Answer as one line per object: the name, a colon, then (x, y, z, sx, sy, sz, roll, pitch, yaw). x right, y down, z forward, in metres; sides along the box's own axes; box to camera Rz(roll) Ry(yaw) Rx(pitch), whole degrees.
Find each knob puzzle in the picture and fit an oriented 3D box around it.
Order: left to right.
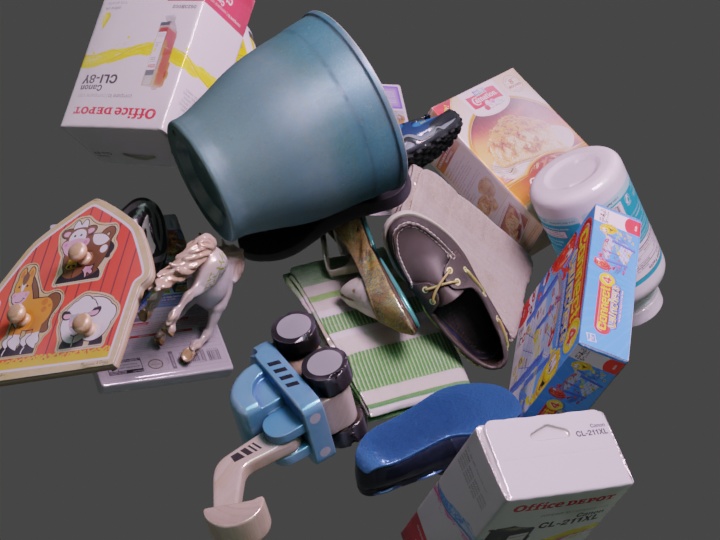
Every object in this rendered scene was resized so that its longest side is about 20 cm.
knob puzzle: (-0.281, 0.011, 1.546, 0.030, 0.219, 0.221, 48, 31, -43)

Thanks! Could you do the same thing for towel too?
towel: (0.021, 0.066, 1.749, 0.152, 0.023, 0.201, -12, 58, -33)
towel: (0.110, -0.018, 1.813, 0.200, 0.034, 0.133, 39, 44, -20)

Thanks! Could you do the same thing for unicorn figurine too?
unicorn figurine: (-0.160, 0.016, 1.619, 0.074, 0.200, 0.138, 34, 74, -2)

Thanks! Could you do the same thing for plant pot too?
plant pot: (-0.083, -0.129, 1.629, 0.187, 0.200, 0.200, -29, 68, -16)

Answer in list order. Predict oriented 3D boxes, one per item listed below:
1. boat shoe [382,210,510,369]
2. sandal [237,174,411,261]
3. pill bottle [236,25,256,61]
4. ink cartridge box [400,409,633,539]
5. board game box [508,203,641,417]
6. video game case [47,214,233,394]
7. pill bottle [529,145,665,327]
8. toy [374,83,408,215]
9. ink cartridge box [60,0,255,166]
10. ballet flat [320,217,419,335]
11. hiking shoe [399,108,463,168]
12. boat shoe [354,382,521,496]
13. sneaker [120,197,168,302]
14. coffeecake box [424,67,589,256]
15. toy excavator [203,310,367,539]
boat shoe: (0.096, 0.022, 1.726, 0.201, 0.072, 0.061, 51, 6, -22)
sandal: (-0.045, -0.074, 1.736, 0.199, 0.043, 0.076, -25, 50, 7)
pill bottle: (-0.153, -0.177, 1.801, 0.114, 0.114, 0.201, 0, 53, -25)
ink cartridge box: (0.146, 0.226, 1.553, 0.145, 0.200, 0.083, -4, 55, -26)
board game box: (0.223, 0.066, 1.721, 0.056, 0.196, 0.201, 21, 47, -8)
video game case: (-0.227, 0.030, 1.665, 0.142, 0.018, 0.201, -6, 57, -28)
pill bottle: (0.275, -0.032, 1.834, 0.201, 0.110, 0.111, 62, 39, -28)
toy: (0.018, -0.155, 1.907, 0.114, 0.047, 0.201, 2, 53, -21)
ink cartridge box: (-0.216, -0.220, 1.735, 0.144, 0.083, 0.201, 5, 70, 32)
ballet flat: (0.000, 0.000, 1.739, 0.070, 0.071, 0.201, -6, 53, -28)
hiking shoe: (0.018, -0.145, 1.830, 0.199, 0.074, 0.087, -26, 76, -8)
boat shoe: (0.072, 0.171, 1.660, 0.199, 0.069, 0.084, -14, 47, -27)
sneaker: (-0.237, 0.000, 1.616, 0.070, 0.083, 0.200, 25, 47, -4)
coffeecake box: (0.187, -0.130, 1.947, 0.153, 0.073, 0.200, -29, 69, -37)
toy excavator: (-0.088, 0.161, 1.568, 0.199, 0.100, 0.194, -29, 43, -15)
